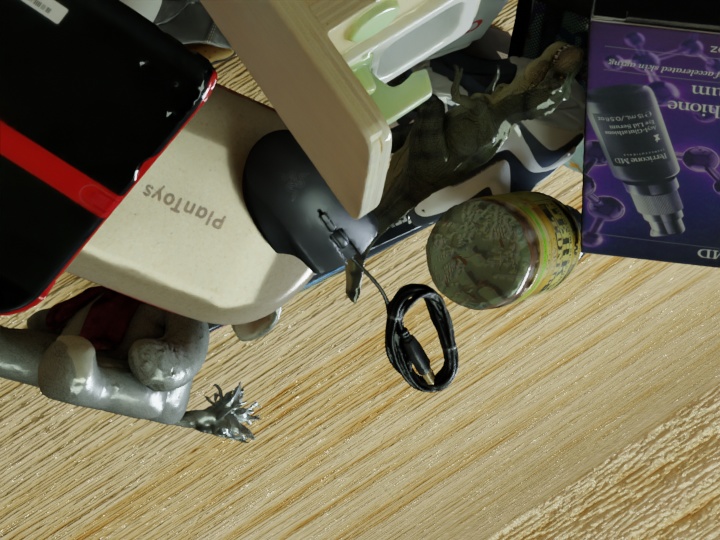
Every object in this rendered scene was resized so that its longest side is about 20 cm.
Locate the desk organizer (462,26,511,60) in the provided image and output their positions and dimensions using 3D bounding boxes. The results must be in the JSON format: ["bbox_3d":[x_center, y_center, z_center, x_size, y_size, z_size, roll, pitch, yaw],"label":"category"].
[{"bbox_3d":[0.053,-0.119,1.615,0.077,0.072,0.200,-39,163,18],"label":"desk organizer"}]

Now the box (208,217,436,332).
[{"bbox_3d":[-0.047,-0.009,1.656,0.159,0.046,0.200,-24,178,-37],"label":"box"}]

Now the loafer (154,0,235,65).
[{"bbox_3d":[-0.156,-0.097,1.245,0.200,0.072,0.073,-33,165,-8],"label":"loafer"}]

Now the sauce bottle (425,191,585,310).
[{"bbox_3d":[0.093,-0.016,1.424,0.065,0.065,0.200,-41,173,17],"label":"sauce bottle"}]

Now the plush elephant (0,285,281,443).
[{"bbox_3d":[-0.128,0.011,1.498,0.199,0.156,0.165,17,177,-31],"label":"plush elephant"}]

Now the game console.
[{"bbox_3d":[-0.188,-0.081,1.066,0.177,0.200,0.031,-48,-161,28],"label":"game console"}]

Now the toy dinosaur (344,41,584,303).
[{"bbox_3d":[0.033,-0.076,1.364,0.200,0.088,0.047,-43,165,27],"label":"toy dinosaur"}]

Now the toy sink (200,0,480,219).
[{"bbox_3d":[-0.009,-0.147,1.161,0.112,0.200,0.130,-32,168,-10],"label":"toy sink"}]

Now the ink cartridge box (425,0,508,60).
[{"bbox_3d":[0.039,-0.200,1.335,0.145,0.083,0.200,-22,160,-39],"label":"ink cartridge box"}]

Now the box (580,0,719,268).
[{"bbox_3d":[0.202,-0.101,1.372,0.200,0.147,0.105,85,14,-50],"label":"box"}]

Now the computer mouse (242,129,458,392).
[{"bbox_3d":[0.000,0.000,1.355,0.059,0.034,0.200,-41,121,-2],"label":"computer mouse"}]

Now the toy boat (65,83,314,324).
[{"bbox_3d":[-0.111,-0.055,1.382,0.199,0.131,0.131,23,103,-29],"label":"toy boat"}]

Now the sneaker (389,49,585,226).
[{"bbox_3d":[0.025,-0.084,1.471,0.198,0.080,0.130,14,132,-16],"label":"sneaker"}]

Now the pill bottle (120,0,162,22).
[{"bbox_3d":[-0.157,-0.117,1.117,0.109,0.110,0.200,-16,151,-49],"label":"pill bottle"}]

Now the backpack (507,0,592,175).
[{"bbox_3d":[0.168,-0.155,1.540,0.178,0.150,0.200,-57,171,-37],"label":"backpack"}]
